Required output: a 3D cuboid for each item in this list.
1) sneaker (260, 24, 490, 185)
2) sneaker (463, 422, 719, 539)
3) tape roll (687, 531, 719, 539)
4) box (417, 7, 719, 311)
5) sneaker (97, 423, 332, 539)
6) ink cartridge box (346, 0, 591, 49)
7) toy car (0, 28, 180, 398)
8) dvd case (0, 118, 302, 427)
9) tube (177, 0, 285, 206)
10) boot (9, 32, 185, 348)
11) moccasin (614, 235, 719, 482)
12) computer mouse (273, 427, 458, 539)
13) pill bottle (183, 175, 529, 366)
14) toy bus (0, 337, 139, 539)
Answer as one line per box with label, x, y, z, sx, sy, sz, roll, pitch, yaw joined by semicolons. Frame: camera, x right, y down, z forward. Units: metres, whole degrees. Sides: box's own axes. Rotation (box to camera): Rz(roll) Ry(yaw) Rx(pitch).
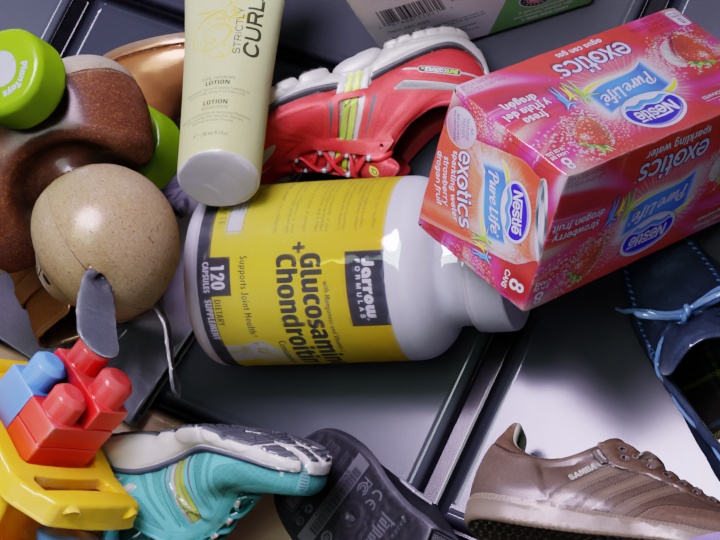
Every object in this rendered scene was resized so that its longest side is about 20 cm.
sneaker;-0.007;-0.085;1.492;0.199;0.077;0.085;-25;72;1
sneaker;0.159;0.131;1.352;0.198;0.071;0.076;9;62;19
tape roll;0.213;0.240;1.221;0.199;0.085;0.202;-9;75;35
box;0.140;-0.068;1.361;0.199;0.100;0.095;-22;51;-39
sneaker;-0.090;0.136;1.424;0.199;0.077;0.080;-12;74;46
ink cartridge box;0.049;-0.224;1.460;0.144;0.200;0.085;-16;65;13
toy car;-0.168;-0.013;1.382;0.157;0.164;0.201;-36;62;14
dvd case;-0.149;-0.016;1.554;0.148;0.016;0.201;29;81;28
tube;-0.083;-0.131;1.462;0.052;0.058;0.201;-44;31;42
boot;-0.153;-0.053;1.516;0.199;0.077;0.156;-26;61;11
moccasin;0.209;0.048;1.365;0.080;0.068;0.201;-33;60;6
computer mouse;0.009;0.193;1.393;0.200;0.046;0.141;34;94;38
pill bottle;0.000;0.000;1.438;0.198;0.112;0.113;-3;68;20
toy bus;-0.201;0.141;1.417;0.192;0.135;0.201;-45;61;21
